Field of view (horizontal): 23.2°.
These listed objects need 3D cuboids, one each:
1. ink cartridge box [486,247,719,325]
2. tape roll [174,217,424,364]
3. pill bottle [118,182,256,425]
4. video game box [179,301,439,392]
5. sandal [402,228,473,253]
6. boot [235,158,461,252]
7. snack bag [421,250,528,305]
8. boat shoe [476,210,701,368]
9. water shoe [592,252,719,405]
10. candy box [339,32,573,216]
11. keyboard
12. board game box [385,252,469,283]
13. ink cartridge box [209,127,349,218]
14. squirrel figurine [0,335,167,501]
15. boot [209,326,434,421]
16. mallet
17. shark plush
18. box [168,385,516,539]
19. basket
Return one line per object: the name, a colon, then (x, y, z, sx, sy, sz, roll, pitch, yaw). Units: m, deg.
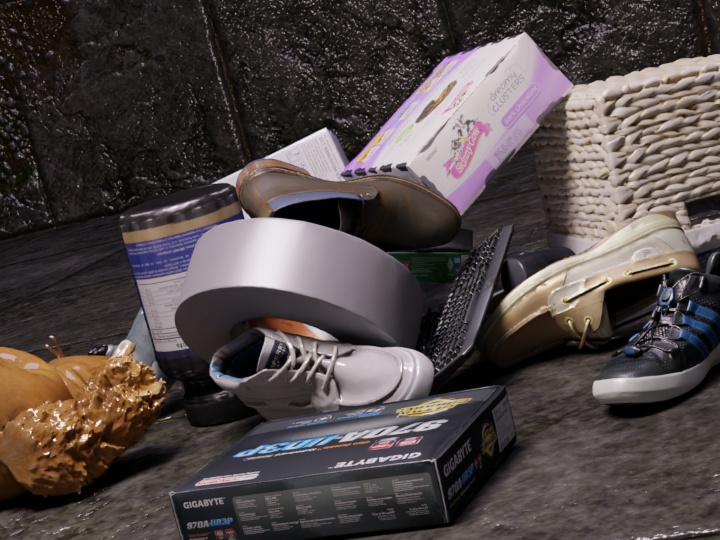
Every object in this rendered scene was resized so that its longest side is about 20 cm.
ink cartridge box: (0.221, 0.010, 1.636, 0.196, 0.044, 0.200, -20, 12, -30)
tape roll: (-0.049, 0.036, 1.447, 0.200, 0.200, 0.066, -8, 55, 37)
pill bottle: (-0.140, 0.031, 1.578, 0.111, 0.201, 0.112, -14, 9, 2)
video game box: (-0.051, 0.067, 1.716, 0.199, 0.047, 0.182, -8, 13, 37)
sandal: (0.015, -0.035, 1.671, 0.199, 0.043, 0.076, -2, -7, 25)
boot: (-0.004, -0.038, 1.471, 0.199, 0.075, 0.097, 8, 20, -13)
snack bag: (0.036, 0.012, 1.713, 0.188, 0.022, 0.199, -21, 12, -41)
boat shoe: (0.190, 0.027, 1.460, 0.200, 0.067, 0.074, -33, -33, 5)
water shoe: (0.231, 0.040, 1.303, 0.071, 0.079, 0.200, -6, 12, 44)
candy box: (0.086, -0.129, 1.638, 0.168, 0.072, 0.200, -48, 14, -11)
keyboard: (0.074, 0.045, 1.488, 0.127, 0.021, 0.200, -50, 9, 35)
board game box: (0.000, 0.000, 1.562, 0.134, 0.029, 0.200, -1, 0, 27)
ink cartridge box: (-0.090, -0.040, 1.774, 0.199, 0.137, 0.076, -26, -5, 4)
squirrel figurine: (-0.250, 0.126, 1.504, 0.199, 0.142, 0.186, 10, 12, 37)
boot: (-0.038, 0.084, 1.376, 0.095, 0.074, 0.200, 30, -27, -31)
mallet: (0.111, 0.030, 1.559, 0.066, 0.041, 0.200, -9, -15, -39)
shark plush: (-0.228, 0.091, 1.645, 0.200, 0.083, 0.091, -38, 37, -8)
box: (-0.008, 0.136, 1.210, 0.199, 0.046, 0.159, -10, 10, 24)
basket: (0.279, -0.105, 1.627, 0.197, 0.162, 0.200, -15, 7, -14)
